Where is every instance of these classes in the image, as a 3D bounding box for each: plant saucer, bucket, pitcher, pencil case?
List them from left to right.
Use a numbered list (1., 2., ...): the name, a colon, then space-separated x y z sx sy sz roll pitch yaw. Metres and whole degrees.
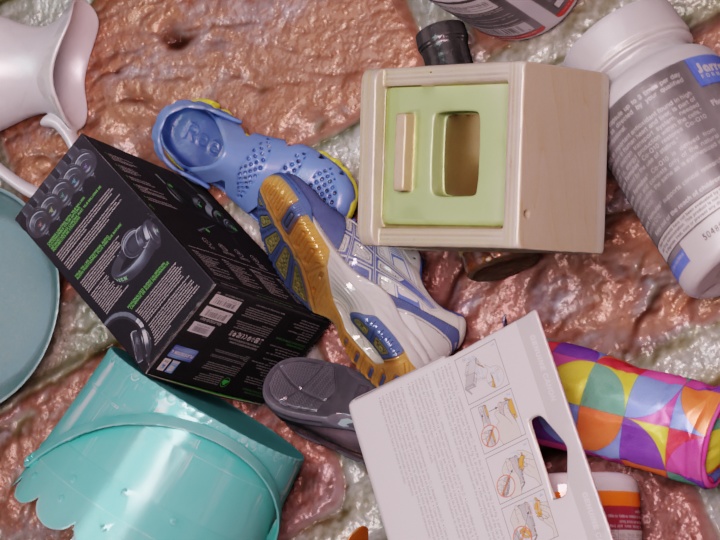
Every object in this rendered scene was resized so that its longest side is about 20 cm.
1. plant saucer: -0.333 0.026 1.915 0.199 0.036 0.202 -4 81 26
2. pitcher: -0.326 -0.143 1.898 0.198 0.121 0.173 -1 89 14
3. bucket: -0.150 0.160 1.719 0.206 0.207 0.135 30 91 26
4. pencil case: 0.179 0.098 1.628 0.199 0.088 0.089 16 90 26

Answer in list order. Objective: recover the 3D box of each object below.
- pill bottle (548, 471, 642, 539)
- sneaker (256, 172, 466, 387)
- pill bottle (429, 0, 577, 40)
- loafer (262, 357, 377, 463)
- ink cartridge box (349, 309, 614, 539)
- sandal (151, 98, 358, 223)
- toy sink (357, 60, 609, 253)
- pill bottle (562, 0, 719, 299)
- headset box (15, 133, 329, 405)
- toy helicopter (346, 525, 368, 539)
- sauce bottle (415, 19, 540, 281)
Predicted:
1. pill bottle: 0.152 0.249 1.604 0.109 0.109 0.202 -6 80 25
2. sneaker: 0.000 0.000 1.726 0.200 0.088 0.075 53 148 10
3. pill bottle: 0.086 -0.248 1.657 0.115 0.200 0.117 -4 81 25
4. loafer: 0.020 0.121 1.725 0.199 0.063 0.072 17 60 22
5. ink cartridge box: 0.094 0.154 1.563 0.176 0.045 0.201 -28 69 30
6. sandal: -0.094 -0.083 1.786 0.199 0.087 0.080 24 93 24
7. toy sink: 0.068 -0.079 1.608 0.199 0.112 0.131 3 90 43
8. pill bottle: 0.235 -0.091 1.610 0.114 0.114 0.201 -36 69 17
9. headset box: -0.151 -0.004 1.746 0.093 0.174 0.200 -50 61 11
10. toy helicopter: 0.034 0.214 1.670 0.132 0.079 0.202 1 99 39
11. sauce bottle: 0.085 -0.094 1.712 0.066 0.066 0.201 -23 74 21
